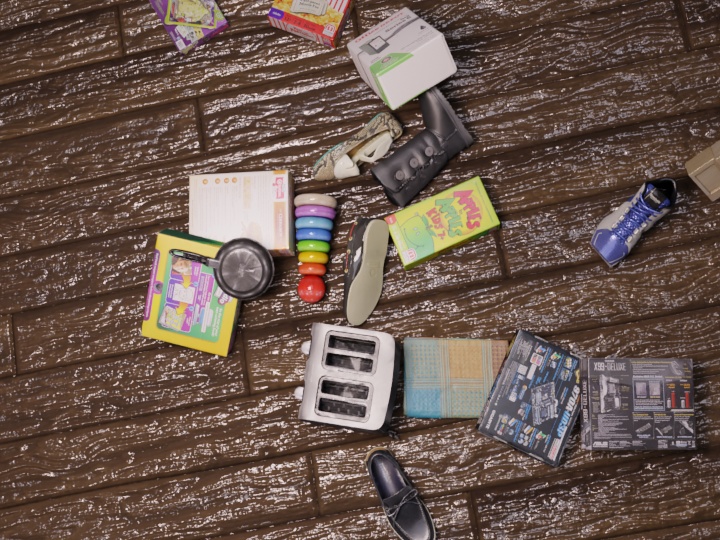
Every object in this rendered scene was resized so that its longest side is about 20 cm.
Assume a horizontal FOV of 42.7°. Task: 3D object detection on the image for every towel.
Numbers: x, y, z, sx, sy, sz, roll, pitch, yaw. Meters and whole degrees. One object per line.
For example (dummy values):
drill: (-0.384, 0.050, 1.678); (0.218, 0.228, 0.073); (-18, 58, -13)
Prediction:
towel: (0.177, 0.200, 1.710); (0.196, 0.022, 0.150); (0, 80, 5)

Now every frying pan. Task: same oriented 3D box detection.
frying pan: (-0.245, -0.023, 1.677); (0.189, 0.031, 0.116); (35, 99, -7)

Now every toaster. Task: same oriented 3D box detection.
toaster: (-0.015, 0.201, 1.680); (0.196, 0.119, 0.184); (8, 80, 8)

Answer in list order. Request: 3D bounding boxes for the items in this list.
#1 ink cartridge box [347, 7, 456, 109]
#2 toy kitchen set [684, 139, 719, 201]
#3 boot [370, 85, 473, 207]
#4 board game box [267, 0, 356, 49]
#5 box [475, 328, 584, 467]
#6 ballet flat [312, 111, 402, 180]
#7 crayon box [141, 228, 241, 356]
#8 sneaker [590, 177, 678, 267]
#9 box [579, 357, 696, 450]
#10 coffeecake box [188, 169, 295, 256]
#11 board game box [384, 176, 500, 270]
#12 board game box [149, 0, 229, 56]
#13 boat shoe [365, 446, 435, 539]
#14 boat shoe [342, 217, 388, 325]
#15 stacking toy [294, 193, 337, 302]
ink cartridge box: (0.075, -0.406, 1.753); (0.144, 0.085, 0.201); (-31, 34, -1)
toy kitchen set: (0.727, -0.232, 1.718); (0.163, 0.182, 0.199); (38, 123, -23)
boot: (0.096, -0.245, 1.766); (0.199, 0.066, 0.166); (-39, 100, -1)
board game box: (-0.082, -0.573, 1.880); (0.149, 0.046, 0.203); (21, 82, 10)
box: (0.317, 0.229, 1.663); (0.157, 0.046, 0.203); (24, 82, 1)
ballet flat: (-0.001, -0.229, 1.787); (0.199, 0.068, 0.075); (-38, 54, -4)
crayon box: (-0.309, 0.041, 1.736); (0.169, 0.058, 0.204); (13, 102, 1)
sneaker: (0.507, -0.107, 1.684); (0.199, 0.115, 0.081); (-43, 76, -3)
box: (0.488, 0.235, 1.626); (0.196, 0.050, 0.161); (0, 82, -6)
coffeecake box: (-0.228, -0.106, 1.788); (0.196, 0.073, 0.157); (-2, 80, 6)
board game box: (0.155, -0.089, 1.755); (0.197, 0.048, 0.103); (-24, 77, 1)
board game box: (-0.371, -0.561, 1.920); (0.119, 0.032, 0.202); (-31, 78, 4)
boat shoe: (0.069, 0.412, 1.658); (0.074, 0.062, 0.202); (-29, 78, -2)
boat shoe: (0.002, 0.001, 1.751); (0.063, 0.073, 0.205); (12, 91, 49)
stacking toy: (-0.091, -0.040, 1.760); (0.084, 0.085, 0.204); (2, 83, 7)
